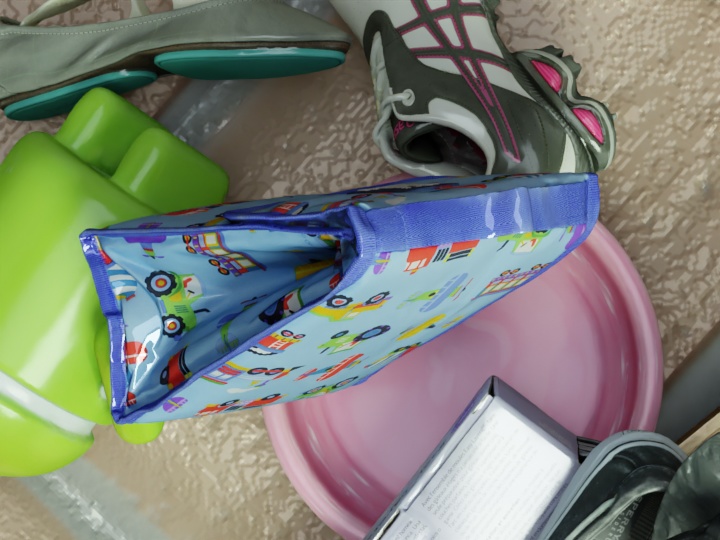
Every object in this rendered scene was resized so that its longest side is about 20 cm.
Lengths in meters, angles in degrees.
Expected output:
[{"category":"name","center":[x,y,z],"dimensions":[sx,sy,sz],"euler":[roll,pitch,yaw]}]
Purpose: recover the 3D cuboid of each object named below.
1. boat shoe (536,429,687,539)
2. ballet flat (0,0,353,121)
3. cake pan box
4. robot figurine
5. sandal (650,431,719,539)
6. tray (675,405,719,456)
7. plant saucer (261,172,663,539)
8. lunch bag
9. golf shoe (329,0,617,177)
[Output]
[{"category":"boat shoe","center":[0.087,0.165,1.007],"dimensions":[0.072,0.071,0.201],"euler":[22,103,-1]},{"category":"ballet flat","center":[-0.100,-0.120,1.114],"dimensions":[0.199,0.067,0.064],"euler":[-8,82,23]},{"category":"cake pan box","center":[0.079,0.176,1.072],"dimensions":[0.184,0.052,0.200],"euler":[35,101,-5]},{"category":"robot figurine","center":[-0.150,0.014,1.107],"dimensions":[0.175,0.116,0.201],"euler":[36,92,30]},{"category":"sandal","center":[0.134,0.161,0.935],"dimensions":[0.075,0.048,0.202],"euler":[26,104,25]},{"category":"tray","center":[0.169,0.141,1.124],"dimensions":[0.200,0.037,0.099],"euler":[-39,86,2]},{"category":"plant saucer","center":[0.050,0.050,1.124],"dimensions":[0.199,0.051,0.202],"euler":[0,85,6]},{"category":"lunch bag","center":[0.000,0.000,0.985],"dimensions":[0.199,0.150,0.095],"euler":[-17,83,45]},{"category":"golf shoe","center":[0.033,-0.101,1.091],"dimensions":[0.088,0.077,0.200],"euler":[-31,62,-29]}]
